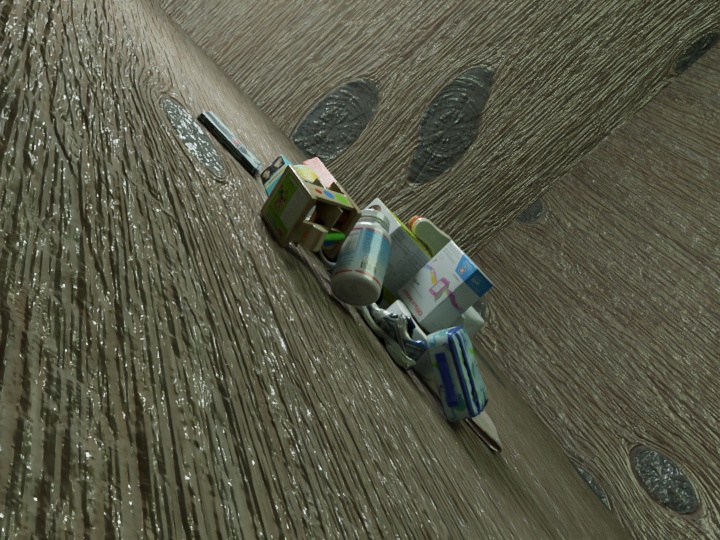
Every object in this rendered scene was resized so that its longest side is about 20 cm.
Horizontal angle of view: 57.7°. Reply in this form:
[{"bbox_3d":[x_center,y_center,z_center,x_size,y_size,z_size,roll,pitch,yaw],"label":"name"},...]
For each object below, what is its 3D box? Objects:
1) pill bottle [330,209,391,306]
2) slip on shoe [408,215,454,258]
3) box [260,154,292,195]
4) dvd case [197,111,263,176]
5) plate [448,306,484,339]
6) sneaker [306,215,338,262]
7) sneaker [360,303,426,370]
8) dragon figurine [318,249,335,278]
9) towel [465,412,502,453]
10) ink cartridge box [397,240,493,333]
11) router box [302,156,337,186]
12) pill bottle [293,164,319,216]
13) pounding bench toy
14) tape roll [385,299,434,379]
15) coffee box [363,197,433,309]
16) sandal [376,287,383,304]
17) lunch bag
[{"bbox_3d":[0.007,-0.032,1.407,0.109,0.109,0.200,43,46,-34],"label":"pill bottle"},{"bbox_3d":[0.200,-0.084,1.788,0.200,0.074,0.061,41,7,-37],"label":"slip on shoe"},{"bbox_3d":[-0.201,-0.227,1.676,0.049,0.082,0.200,43,8,-29],"label":"box"},{"bbox_3d":[-0.332,-0.329,1.687,0.200,0.022,0.146,47,7,-13],"label":"dvd case"},{"bbox_3d":[0.203,0.137,1.741,0.032,0.200,0.200,9,36,-51],"label":"plate"},{"bbox_3d":[-0.083,-0.064,1.574,0.200,0.076,0.091,35,23,-51],"label":"sneaker"},{"bbox_3d":[0.078,0.126,1.452,0.200,0.085,0.077,51,8,29],"label":"sneaker"},{"bbox_3d":[-0.038,0.002,1.505,0.200,0.059,0.099,36,11,-22],"label":"dragon figurine"},{"bbox_3d":[0.282,0.356,1.661,0.191,0.032,0.200,48,8,-3],"label":"towel"},{"bbox_3d":[0.209,0.047,1.645,0.085,0.200,0.145,38,11,-38],"label":"ink cartridge box"},{"bbox_3d":[-0.101,-0.203,1.927,0.180,0.049,0.200,54,-20,42],"label":"router box"},{"bbox_3d":[-0.142,-0.196,1.739,0.111,0.111,0.200,43,8,-35],"label":"pill bottle"},{"bbox_3d":[-0.081,-0.096,1.344,0.156,0.124,0.200,14,30,-42],"label":"pounding bench toy"},{"bbox_3d":[0.132,0.169,1.606,0.202,0.071,0.202,48,7,-8],"label":"tape roll"},{"bbox_3d":[0.063,-0.040,1.791,0.200,0.198,0.200,44,8,-32],"label":"coffee box"},{"bbox_3d":[0.000,0.000,1.591,0.045,0.075,0.200,-53,128,-58],"label":"sandal"},{"bbox_3d":[0.213,0.228,1.447,0.161,0.082,0.200,3,71,-68],"label":"lunch bag"}]
